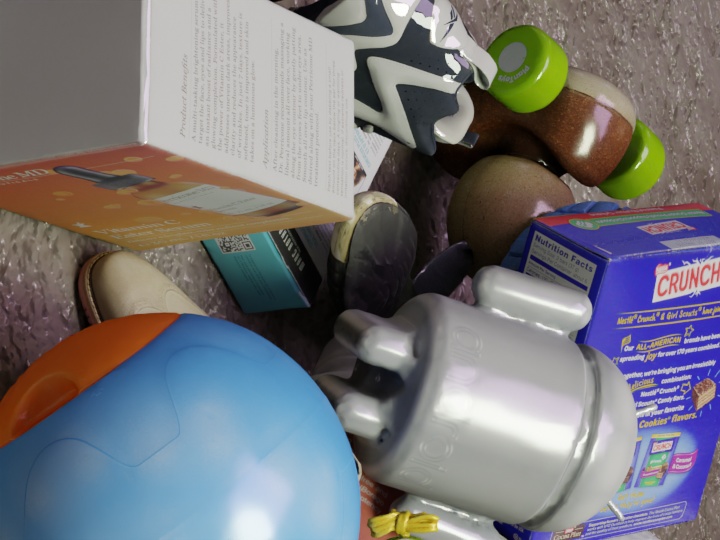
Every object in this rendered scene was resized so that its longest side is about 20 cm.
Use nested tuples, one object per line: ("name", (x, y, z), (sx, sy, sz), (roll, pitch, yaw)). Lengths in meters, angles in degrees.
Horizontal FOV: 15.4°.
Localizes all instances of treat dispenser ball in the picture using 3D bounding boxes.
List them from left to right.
("treat dispenser ball", (-0.100, 0.122, 1.370), (0.201, 0.201, 0.201), (19, 68, -57))

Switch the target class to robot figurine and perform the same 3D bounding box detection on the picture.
("robot figurine", (0.074, 0.083, 1.532), (0.200, 0.113, 0.170), (18, 98, -18))

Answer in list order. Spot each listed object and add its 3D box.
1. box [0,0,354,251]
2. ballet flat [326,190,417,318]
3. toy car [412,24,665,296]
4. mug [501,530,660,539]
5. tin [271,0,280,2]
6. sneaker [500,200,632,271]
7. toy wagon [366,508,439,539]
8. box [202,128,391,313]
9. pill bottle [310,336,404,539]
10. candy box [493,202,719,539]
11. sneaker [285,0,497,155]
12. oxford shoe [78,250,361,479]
("box", (-0.117, -0.087, 1.433), (0.200, 0.152, 0.106), (18, 69, -56))
("ballet flat", (0.000, 0.000, 1.650), (0.066, 0.057, 0.200), (-41, 161, -13))
("toy car", (0.090, -0.043, 1.801), (0.164, 0.158, 0.200), (36, 69, -46))
("mug", (0.139, 0.221, 1.720), (0.148, 0.175, 0.200), (-59, 151, -6))
("tin", (-0.072, -0.253, 1.560), (0.112, 0.042, 0.200), (-19, 100, -54))
("sneaker", (0.119, 0.043, 1.736), (0.200, 0.071, 0.083), (-61, 148, -5))
("toy wagon", (0.030, 0.229, 1.465), (0.040, 0.155, 0.200), (-68, 156, -89))
("box", (-0.035, -0.070, 1.667), (0.082, 0.049, 0.200), (62, 37, -32))
("pill bottle", (-0.014, 0.134, 1.598), (0.112, 0.112, 0.200), (59, 38, -34))
("candy box", (0.160, 0.064, 1.676), (0.169, 0.077, 0.200), (-5, 117, -45))
("sneaker", (0.002, -0.102, 1.568), (0.130, 0.199, 0.080), (40, 44, -15))
("oxford shoe", (-0.073, 0.057, 1.490), (0.200, 0.074, 0.071), (46, 45, -1))
